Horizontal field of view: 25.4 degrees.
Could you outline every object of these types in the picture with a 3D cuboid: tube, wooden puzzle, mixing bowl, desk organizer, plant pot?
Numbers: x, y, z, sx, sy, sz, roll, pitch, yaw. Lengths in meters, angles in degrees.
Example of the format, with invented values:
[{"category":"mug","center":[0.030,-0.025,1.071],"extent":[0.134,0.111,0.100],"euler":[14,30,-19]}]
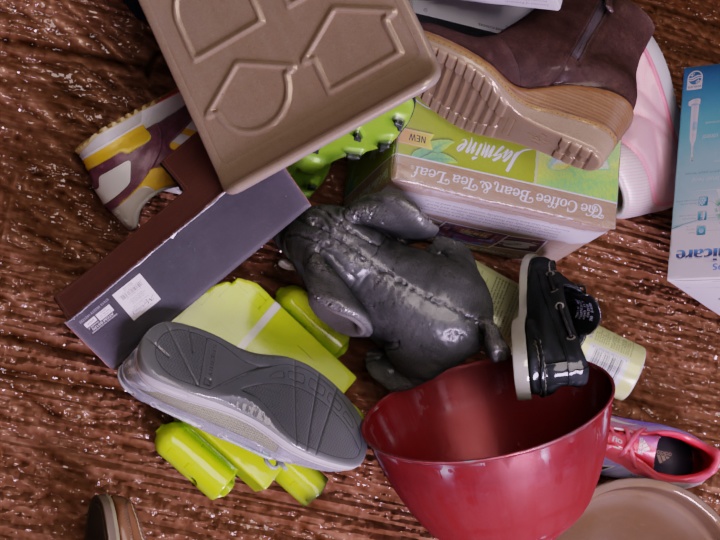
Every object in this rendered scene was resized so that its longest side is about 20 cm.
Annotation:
[{"category":"tube","center":[0.146,0.048,1.372],"extent":[0.200,0.052,0.058],"euler":[24,27,-4]},{"category":"wooden puzzle","center":[-0.054,-0.179,1.179],"extent":[0.185,0.046,0.200],"euler":[-27,76,14]},{"category":"mixing bowl","center":[0.109,0.152,1.247],"extent":[0.200,0.200,0.109],"euler":[-20,108,-22]},{"category":"desk organizer","center":[-0.146,-0.026,1.227],"extent":[0.200,0.072,0.077],"euler":[-40,49,-4]},{"category":"plant pot","center":[0.216,0.275,1.317],"extent":[0.200,0.093,0.201],"euler":[4,76,-17]}]

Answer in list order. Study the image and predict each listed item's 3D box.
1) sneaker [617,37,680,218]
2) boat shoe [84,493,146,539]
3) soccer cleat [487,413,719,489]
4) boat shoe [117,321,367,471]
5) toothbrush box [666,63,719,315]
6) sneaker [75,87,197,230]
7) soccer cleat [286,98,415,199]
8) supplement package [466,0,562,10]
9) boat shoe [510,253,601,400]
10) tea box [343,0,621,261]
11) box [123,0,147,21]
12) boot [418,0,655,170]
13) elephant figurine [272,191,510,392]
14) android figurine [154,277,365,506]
[{"category":"sneaker","center":[0.223,-0.140,1.421],"extent":[0.104,0.075,0.201],"euler":[-21,90,-27]},{"category":"boat shoe","center":[-0.161,0.264,1.209],"extent":[0.068,0.072,0.201],"euler":[-9,90,-24]},{"category":"soccer cleat","center":[0.208,0.148,1.352],"extent":[0.200,0.076,0.067],"euler":[12,74,-16]},{"category":"boat shoe","center":[-0.088,0.104,1.232],"extent":[0.202,0.065,0.075],"euler":[23,53,-21]},{"category":"toothbrush box","center":[0.344,-0.066,1.408],"extent":[0.146,0.085,0.201],"euler":[28,66,-50]},{"category":"sneaker","center":[-0.129,-0.109,1.303],"extent":[0.200,0.075,0.090],"euler":[-30,99,-17]},{"category":"soccer cleat","center":[-0.022,-0.120,1.269],"extent":[0.067,0.200,0.081],"euler":[16,65,-26]},{"category":"supplement package","center":[0.068,-0.303,1.237],"extent":[0.200,0.111,0.156],"euler":[10,72,24]},{"category":"boat shoe","center":[0.158,0.040,1.266],"extent":[0.066,0.199,0.075],"euler":[-4,108,11]},{"category":"tea box","center":[0.105,-0.126,1.345],"extent":[0.200,0.134,0.197],"euler":[10,73,-17]},{"category":"box","center":[-0.101,-0.300,1.302],"extent":[0.148,0.104,0.200],"euler":[12,71,16]},{"category":"boot","center":[0.133,-0.179,1.274],"extent":[0.200,0.072,0.167],"euler":[27,55,-7]},{"category":"elephant figurine","center":[0.000,0.000,1.254],"extent":[0.200,0.155,0.142],"euler":[37,37,-26]},{"category":"android figurine","center":[-0.089,0.091,1.282],"extent":[0.200,0.041,0.182],"euler":[41,69,-7]}]
